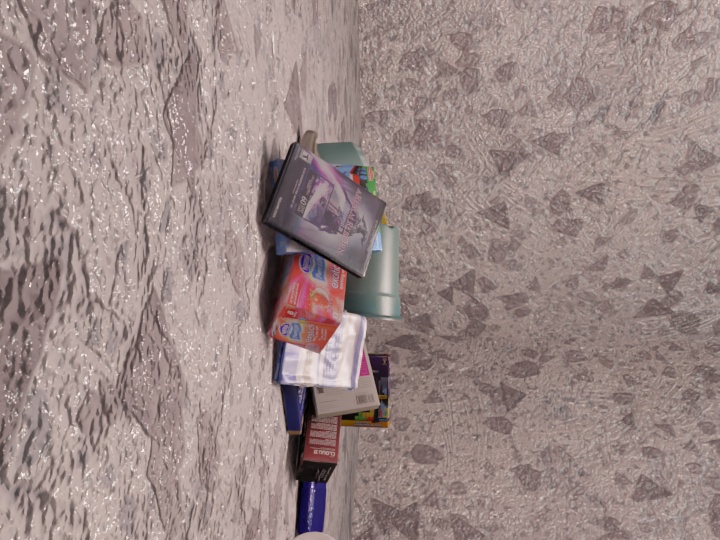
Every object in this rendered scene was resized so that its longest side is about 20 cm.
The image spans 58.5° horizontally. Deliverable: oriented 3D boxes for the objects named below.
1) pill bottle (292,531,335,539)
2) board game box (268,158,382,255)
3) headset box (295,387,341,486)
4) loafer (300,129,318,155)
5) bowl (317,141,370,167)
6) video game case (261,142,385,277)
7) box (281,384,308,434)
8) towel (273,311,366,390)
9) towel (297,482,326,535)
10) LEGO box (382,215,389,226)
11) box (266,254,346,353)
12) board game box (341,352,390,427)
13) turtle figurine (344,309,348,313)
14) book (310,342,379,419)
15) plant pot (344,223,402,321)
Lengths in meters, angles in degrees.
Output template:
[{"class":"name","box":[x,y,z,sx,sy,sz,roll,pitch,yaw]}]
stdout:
[{"class":"pill bottle","box":[-0.093,0.639,1.285,0.114,0.113,0.202,-80,170,-69]},{"class":"board game box","box":[-0.056,-0.105,1.089,0.036,0.199,0.153,-10,-96,53]},{"class":"headset box","box":[-0.088,0.350,1.366,0.149,0.074,0.201,109,-13,-54]},{"class":"loafer","box":[-0.095,-0.192,1.341,0.070,0.069,0.202,32,59,-86]},{"class":"bowl","box":[-0.030,-0.227,1.542,0.201,0.104,0.202,156,-90,-88]},{"class":"video game case","box":[-0.053,-0.095,1.046,0.019,0.199,0.144,-12,-125,53]},{"class":"box","box":[-0.128,0.207,1.255,0.122,0.032,0.201,-84,173,-53]},{"class":"towel","box":[-0.067,0.143,1.182,0.199,0.024,0.148,15,82,-44]},{"class":"towel","box":[-0.114,0.502,1.483,0.148,0.049,0.202,61,30,-69]},{"class":"LEGO box","box":[-0.004,-0.120,1.700,0.077,0.148,0.201,-69,138,-81]},{"class":"box","box":[-0.087,0.025,1.101,0.201,0.102,0.095,-84,-159,-45]},{"class":"board game box","box":[-0.030,0.278,1.509,0.057,0.198,0.167,-22,112,-84]},{"class":"turtle figurine","box":[-0.095,0.035,1.243,0.149,0.100,0.201,28,70,-37]},{"class":"book","box":[-0.045,0.199,1.348,0.048,0.132,0.201,111,-30,-58]},{"class":"plant pot","box":[0.000,0.000,1.367,0.200,0.198,0.198,42,53,-85]}]
